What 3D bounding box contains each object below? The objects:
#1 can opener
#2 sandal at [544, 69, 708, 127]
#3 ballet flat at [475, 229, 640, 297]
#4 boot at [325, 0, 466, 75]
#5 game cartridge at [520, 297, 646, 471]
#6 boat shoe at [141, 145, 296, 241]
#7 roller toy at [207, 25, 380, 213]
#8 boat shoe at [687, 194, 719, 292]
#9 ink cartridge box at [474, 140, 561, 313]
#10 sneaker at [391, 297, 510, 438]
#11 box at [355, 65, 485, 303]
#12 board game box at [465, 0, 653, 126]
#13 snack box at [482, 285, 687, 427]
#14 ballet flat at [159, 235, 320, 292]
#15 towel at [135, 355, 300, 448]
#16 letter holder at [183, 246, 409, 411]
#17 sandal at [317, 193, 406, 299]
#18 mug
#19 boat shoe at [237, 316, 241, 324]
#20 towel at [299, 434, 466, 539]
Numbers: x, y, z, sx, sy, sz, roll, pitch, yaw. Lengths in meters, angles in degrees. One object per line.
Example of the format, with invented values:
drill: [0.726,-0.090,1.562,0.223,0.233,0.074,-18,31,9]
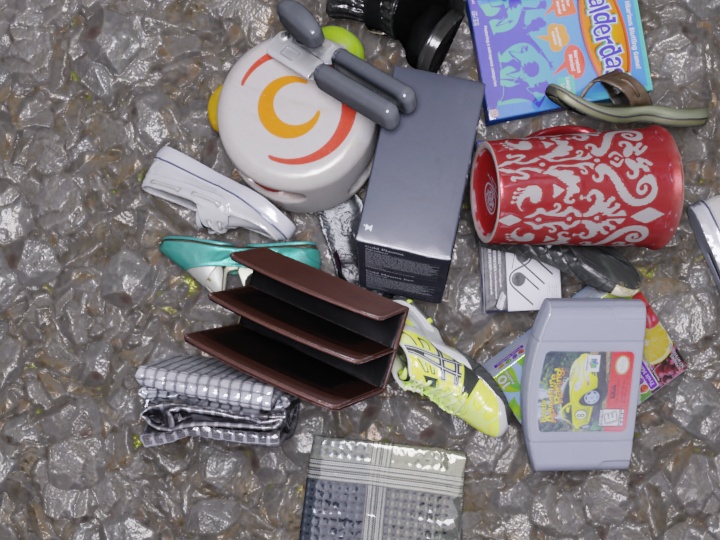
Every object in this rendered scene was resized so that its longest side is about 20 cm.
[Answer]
can opener: [-0.026,-0.214,1.095,0.053,0.067,0.199,-43,61,-15]
sandal: [0.302,-0.198,1.188,0.198,0.080,0.058,3,104,-14]
ballet flat: [0.223,-0.020,1.184,0.198,0.066,0.057,27,129,17]
boot: [0.033,-0.291,1.181,0.156,0.212,0.080,25,112,-2]
game cartridge: [0.247,0.131,1.176,0.131,0.041,0.203,1,105,-4]
boat shoe: [-0.170,-0.075,1.242,0.198,0.074,0.066,28,78,19]
roller toy: [-0.070,-0.165,1.210,0.197,0.140,0.185,-20,78,0]
boat shoe: [0.454,0.005,1.223,0.069,0.071,0.203,-22,82,5]
ink cartridge box: [0.186,-0.053,1.245,0.092,0.044,0.204,-3,89,1]
sneaker: [0.083,0.123,1.188,0.200,0.076,0.076,41,49,13]
box: [0.065,-0.088,1.158,0.102,0.182,0.203,11,75,5]
board game box: [0.234,-0.267,1.243,0.197,0.045,0.155,-11,89,1]
snack box: [0.261,0.112,1.219,0.199,0.053,0.143,-36,105,2]
ballet flat: [-0.146,-0.001,1.246,0.197,0.067,0.072,2,79,1]
towel: [-0.154,0.152,1.183,0.163,0.200,0.087,7,91,4]
letter holder: [-0.072,0.059,1.125,0.198,0.142,0.102,22,104,23]
sandal: [-0.001,0.000,1.251,0.074,0.048,0.203,-24,89,3]
mug: [0.222,-0.088,1.141,0.197,0.177,0.136,-3,99,-11]
boat shoe: [-0.055,0.084,1.234,0.197,0.063,0.074,11,113,8]
towel: [0.027,0.303,1.262,0.197,0.035,0.196,7,87,5]
